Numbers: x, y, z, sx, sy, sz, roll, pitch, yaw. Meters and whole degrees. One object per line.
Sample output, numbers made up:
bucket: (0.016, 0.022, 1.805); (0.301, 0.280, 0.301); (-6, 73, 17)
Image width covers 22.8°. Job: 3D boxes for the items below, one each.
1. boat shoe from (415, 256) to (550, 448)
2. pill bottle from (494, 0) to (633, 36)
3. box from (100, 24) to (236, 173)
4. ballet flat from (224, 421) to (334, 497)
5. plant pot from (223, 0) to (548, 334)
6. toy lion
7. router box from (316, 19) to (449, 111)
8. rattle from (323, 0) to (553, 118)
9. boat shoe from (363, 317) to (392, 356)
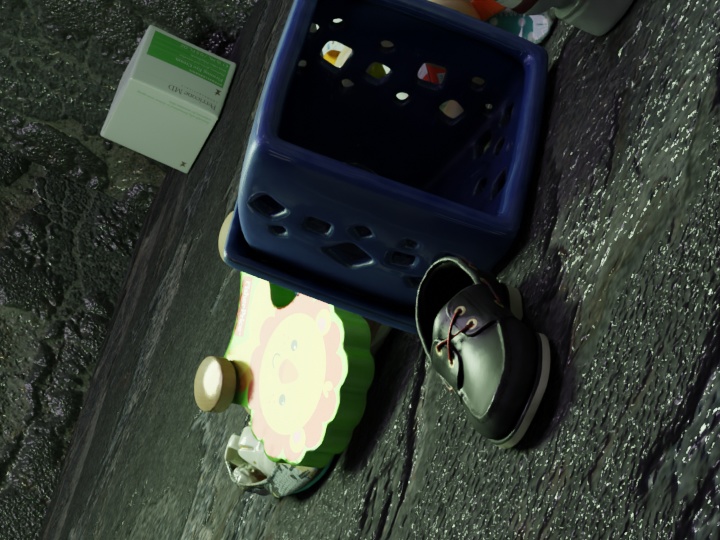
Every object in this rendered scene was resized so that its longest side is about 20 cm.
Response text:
boat shoe: (0.072, 0.049, 1.113); (0.074, 0.063, 0.201); (-60, 14, 16)
pill bottle: (0.099, -0.247, 1.229); (0.114, 0.200, 0.114); (-60, 14, 25)
box: (-0.388, -0.344, 3.603); (0.200, 0.199, 0.172); (-53, 18, 48)
ballet flat: (-0.079, 0.160, 1.548); (0.072, 0.072, 0.200); (-69, 12, -17)
plant pot: (0.009, -0.077, 1.324); (0.180, 0.199, 0.200); (120, 167, -51)
toy lion: (-0.053, 0.055, 1.447); (0.191, 0.069, 0.201); (5, 86, 54)
router box: (0.029, -0.197, 1.603); (0.200, 0.049, 0.180); (136, 122, -62)
rattle: (0.061, -0.187, 1.455); (0.200, 0.130, 0.143); (-51, 6, 22)
boat shoe: (0.000, 0.000, 1.499); (0.076, 0.072, 0.200); (-54, 17, 47)
